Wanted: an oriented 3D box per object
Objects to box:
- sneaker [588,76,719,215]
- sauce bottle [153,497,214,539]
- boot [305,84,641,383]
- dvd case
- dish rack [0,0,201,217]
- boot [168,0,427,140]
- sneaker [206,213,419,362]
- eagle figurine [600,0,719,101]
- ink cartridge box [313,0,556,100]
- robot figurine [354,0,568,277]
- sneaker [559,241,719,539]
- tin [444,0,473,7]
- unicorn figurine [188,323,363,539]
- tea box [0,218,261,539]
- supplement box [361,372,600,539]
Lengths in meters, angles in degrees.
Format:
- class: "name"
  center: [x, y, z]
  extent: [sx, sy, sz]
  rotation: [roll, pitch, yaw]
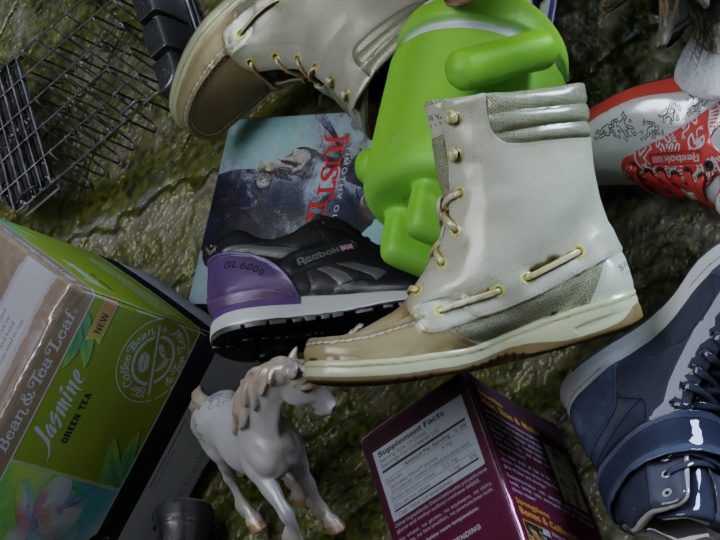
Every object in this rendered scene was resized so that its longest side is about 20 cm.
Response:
- class: "sneaker"
  center: [0.211, -0.062, 1.512]
  extent: [0.200, 0.067, 0.109]
  rotation: [-18, 58, 29]
- class: "sauce bottle"
  center: [-0.118, 0.251, 1.633]
  extent: [0.064, 0.065, 0.201]
  rotation: [-18, 58, 31]
- class: "boot"
  center: [0.051, -0.020, 1.435]
  extent: [0.199, 0.072, 0.156]
  rotation: [-13, 91, -6]
- class: "dvd case"
  center: [-0.027, -0.041, 1.722]
  extent: [0.199, 0.022, 0.147]
  rotation: [1, 71, 38]
- class: "dish rack"
  center: [-0.206, -0.135, 1.887]
  extent: [0.200, 0.054, 0.154]
  rotation: [-37, 50, 22]
- class: "boot"
  center: [-0.034, -0.135, 1.692]
  extent: [0.200, 0.072, 0.155]
  rotation: [-46, 52, 13]
- class: "sneaker"
  center: [0.000, 0.000, 1.590]
  extent: [0.199, 0.076, 0.088]
  rotation: [-3, 65, -6]
- class: "eagle figurine"
  center: [0.226, -0.201, 1.517]
  extent: [0.151, 0.200, 0.152]
  rotation: [34, 114, 21]
- class: "ink cartridge box"
  center: [0.062, -0.171, 1.700]
  extent: [0.199, 0.039, 0.100]
  rotation: [-1, 70, 39]
- class: "robot figurine"
  center: [0.068, -0.090, 1.561]
  extent: [0.176, 0.115, 0.201]
  rotation: [131, 155, -60]
- class: "sneaker"
  center: [0.212, 0.074, 1.433]
  extent: [0.202, 0.077, 0.147]
  rotation: [-44, 38, 27]
- class: "tin"
  center: [0.122, -0.229, 1.500]
  extent: [0.199, 0.042, 0.112]
  rotation: [-31, 13, 25]
- class: "unicorn figurine"
  center: [-0.058, 0.111, 1.587]
  extent: [0.074, 0.138, 0.199]
  rotation: [-38, 23, -34]
- class: "tea box"
  center: [-0.208, 0.093, 1.673]
  extent: [0.133, 0.196, 0.201]
  rotation: [33, 98, 43]
- class: "supplement box"
  center: [0.087, 0.175, 1.473]
  extent: [0.085, 0.110, 0.201]
  rotation: [-35, 52, 21]
